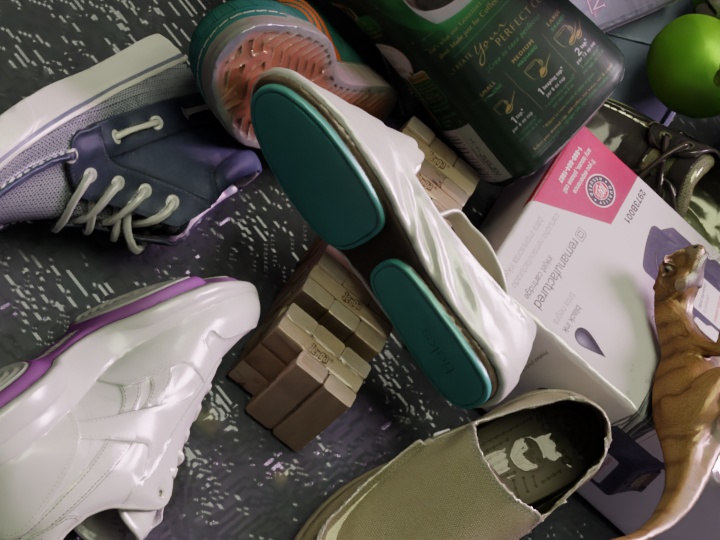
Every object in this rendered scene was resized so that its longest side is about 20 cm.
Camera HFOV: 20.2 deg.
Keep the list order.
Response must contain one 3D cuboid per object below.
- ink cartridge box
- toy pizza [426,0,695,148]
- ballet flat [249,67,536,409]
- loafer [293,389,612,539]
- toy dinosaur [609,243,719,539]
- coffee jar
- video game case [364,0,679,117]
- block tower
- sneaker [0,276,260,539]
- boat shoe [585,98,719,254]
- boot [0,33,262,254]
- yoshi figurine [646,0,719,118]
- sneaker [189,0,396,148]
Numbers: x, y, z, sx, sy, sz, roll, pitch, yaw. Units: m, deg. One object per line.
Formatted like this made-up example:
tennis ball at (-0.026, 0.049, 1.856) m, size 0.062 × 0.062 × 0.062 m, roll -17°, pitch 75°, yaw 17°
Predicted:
ink cartridge box at (0.146, 0.043, 1.117) m, size 0.200 × 0.084 × 0.145 m, roll 42°, pitch 48°, yaw -7°
toy pizza at (0.112, -0.148, 1.211) m, size 0.199 × 0.032 × 0.202 m, roll -1°, pitch 92°, yaw -23°
ballet flat at (0.019, -0.024, 1.003) m, size 0.201 × 0.069 × 0.069 m, roll 54°, pitch 45°, yaw -8°
loafer at (0.046, 0.111, 0.989) m, size 0.200 × 0.068 × 0.076 m, roll -34°, pitch 83°, yaw -27°
toy dinosaur at (0.173, 0.081, 1.032) m, size 0.105 × 0.061 × 0.201 m, roll 10°, pitch 51°, yaw 0°
coffee jar at (0.044, -0.149, 1.097) m, size 0.104 × 0.085 × 0.200 m, roll -45°, pitch 105°, yaw -6°
video game case at (0.083, -0.191, 1.170) m, size 0.199 × 0.019 × 0.144 m, roll -24°, pitch 100°, yaw -19°
block tower at (0.000, 0.000, 1.060) m, size 0.054 × 0.058 × 0.200 m, roll 39°, pitch 45°, yaw -9°
sneaker at (-0.112, 0.070, 0.937) m, size 0.200 × 0.075 × 0.100 m, roll -35°, pitch 103°, yaw -44°
boat shoe at (0.184, -0.049, 1.171) m, size 0.200 × 0.066 × 0.072 m, roll 34°, pitch 75°, yaw -4°
boot at (-0.126, -0.044, 0.983) m, size 0.090 × 0.073 × 0.200 m, roll 49°, pitch 42°, yaw 1°
yoshi figurine at (0.239, -0.087, 1.180) m, size 0.112 × 0.113 × 0.201 m, roll -8°, pitch 55°, yaw -45°
sneaker at (-0.050, -0.112, 1.055) m, size 0.080 × 0.071 × 0.200 m, roll 47°, pitch 9°, yaw 18°
